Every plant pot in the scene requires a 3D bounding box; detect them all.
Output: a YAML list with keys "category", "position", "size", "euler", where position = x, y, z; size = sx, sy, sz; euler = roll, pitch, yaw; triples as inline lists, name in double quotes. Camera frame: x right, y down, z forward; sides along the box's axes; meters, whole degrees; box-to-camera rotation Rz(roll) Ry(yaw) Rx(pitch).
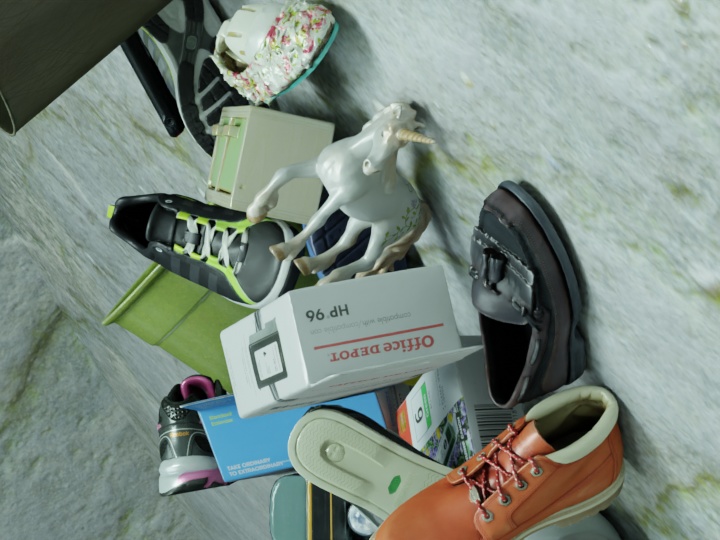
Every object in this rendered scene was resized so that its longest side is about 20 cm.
- category: "plant pot"
  position: [-0.084, 0.033, 2.001]
  size: [0.190, 0.200, 0.200]
  euler: [42, 168, -6]

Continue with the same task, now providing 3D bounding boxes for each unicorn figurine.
- category: "unicorn figurine"
  position: [-0.003, -0.052, 1.600]
  size: [0.074, 0.137, 0.200]
  euler: [54, -175, 16]

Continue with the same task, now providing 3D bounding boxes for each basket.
- category: "basket"
  position: [-0.215, -0.219, 1.720]
  size: [0.136, 0.200, 0.180]
  euler: [47, 166, 26]

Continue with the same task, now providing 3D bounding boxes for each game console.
- category: "game console"
  position: [-0.204, -0.224, 1.935]
  size: [0.177, 0.031, 0.200]
  euler: [-108, -8, -55]

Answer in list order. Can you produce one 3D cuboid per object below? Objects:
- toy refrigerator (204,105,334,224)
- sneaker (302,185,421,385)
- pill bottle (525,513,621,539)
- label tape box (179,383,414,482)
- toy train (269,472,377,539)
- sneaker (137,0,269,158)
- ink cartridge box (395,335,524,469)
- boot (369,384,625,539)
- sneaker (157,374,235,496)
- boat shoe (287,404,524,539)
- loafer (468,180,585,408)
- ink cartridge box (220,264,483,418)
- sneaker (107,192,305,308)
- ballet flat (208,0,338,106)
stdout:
- category: "toy refrigerator"
  position: [-0.073, -0.080, 1.740]
  size: [0.070, 0.076, 0.200]
  euler: [12, -178, -9]
- category: "sneaker"
  position: [0.000, 0.000, 1.801]
  size: [0.082, 0.074, 0.200]
  euler: [40, 160, 55]
- category: "pill bottle"
  position: [0.135, 0.222, 1.792]
  size: [0.111, 0.111, 0.200]
  euler: [58, 167, -18]
- category: "label tape box"
  position: [-0.038, 0.122, 1.841]
  size: [0.200, 0.144, 0.064]
  euler: [9, -112, -73]
- category: "toy train"
  position: [-0.003, 0.189, 1.877]
  size: [0.200, 0.114, 0.086]
  euler: [5, -95, -80]
- category: "sneaker"
  position: [-0.134, -0.178, 1.864]
  size: [0.200, 0.074, 0.081]
  euler: [65, 175, -19]
- category: "ink cartridge box"
  position: [0.065, 0.139, 1.749]
  size: [0.200, 0.050, 0.109]
  euler: [123, 142, -57]
- category: "boot"
  position: [0.089, 0.143, 1.571]
  size: [0.075, 0.200, 0.107]
  euler: [53, 161, 28]
- category: "sneaker"
  position: [-0.121, 0.126, 1.928]
  size: [0.200, 0.080, 0.087]
  euler: [-41, -58, -85]
- category: "boat shoe"
  position: [0.040, 0.161, 1.661]
  size: [0.200, 0.072, 0.068]
  euler: [36, -177, 2]
- category: "loafer"
  position: [0.101, 0.024, 1.511]
  size: [0.072, 0.063, 0.200]
  euler: [45, 164, 34]
- category: "ink cartridge box"
  position: [-0.008, 0.046, 1.586]
  size: [0.200, 0.116, 0.068]
  euler: [152, 106, -67]
- category: "sneaker"
  position: [-0.127, -0.018, 1.806]
  size: [0.083, 0.072, 0.200]
  euler: [12, -178, -42]
- category: "ballet flat"
  position: [-0.068, -0.153, 1.629]
  size: [0.064, 0.076, 0.200]
  euler: [30, 170, -9]
